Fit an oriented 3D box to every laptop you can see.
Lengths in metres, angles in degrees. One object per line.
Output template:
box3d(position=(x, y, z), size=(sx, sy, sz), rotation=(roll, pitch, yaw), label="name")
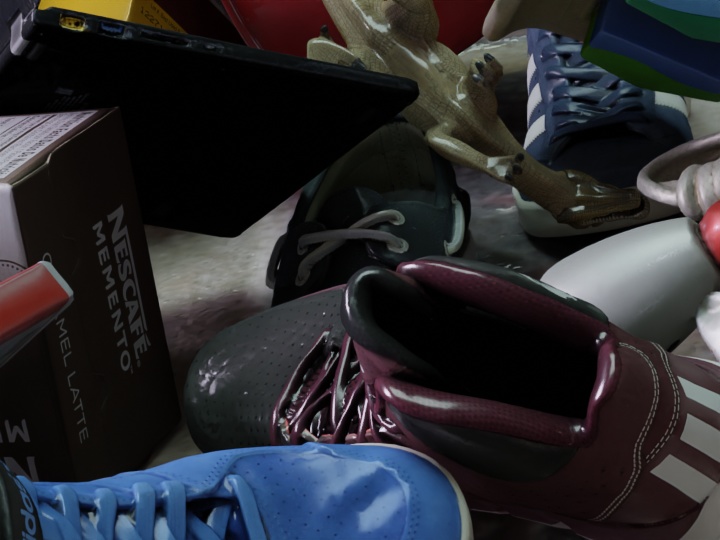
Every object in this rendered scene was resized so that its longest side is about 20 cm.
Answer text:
box3d(position=(-0.102, -0.101, 0.915), size=(0.199, 0.117, 0.187), rotation=(10, -16, -19), label="laptop")

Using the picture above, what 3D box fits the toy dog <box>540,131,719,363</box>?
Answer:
box3d(position=(0.161, 0.006, 0.805), size=(0.199, 0.097, 0.132), rotation=(-16, 15, 39), label="toy dog")

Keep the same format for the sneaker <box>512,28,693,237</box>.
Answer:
box3d(position=(0.091, -0.076, 1.045), size=(0.074, 0.085, 0.200), rotation=(-9, 19, 8), label="sneaker")

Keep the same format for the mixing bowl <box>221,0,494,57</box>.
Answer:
box3d(position=(0.022, -0.172, 1.110), size=(0.108, 0.201, 0.200), rotation=(-9, 17, 31), label="mixing bowl")

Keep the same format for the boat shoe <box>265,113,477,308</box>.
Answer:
box3d(position=(0.000, 0.000, 0.917), size=(0.075, 0.061, 0.200), rotation=(-10, 19, 6), label="boat shoe")

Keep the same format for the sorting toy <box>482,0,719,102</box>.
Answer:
box3d(position=(0.146, -0.076, 0.905), size=(0.199, 0.037, 0.185), rotation=(13, -9, -3), label="sorting toy")

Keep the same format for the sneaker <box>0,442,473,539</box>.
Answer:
box3d(position=(-0.067, 0.075, 0.641), size=(0.199, 0.111, 0.077), rotation=(-16, 59, -7), label="sneaker")

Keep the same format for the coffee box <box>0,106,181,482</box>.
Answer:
box3d(position=(-0.171, 0.017, 0.889), size=(0.199, 0.115, 0.080), rotation=(-2, 20, 23), label="coffee box")

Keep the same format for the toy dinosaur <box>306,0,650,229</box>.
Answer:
box3d(position=(0.012, -0.076, 0.948), size=(0.058, 0.200, 0.101), rotation=(-44, -18, 2), label="toy dinosaur")

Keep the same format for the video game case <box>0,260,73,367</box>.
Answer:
box3d(position=(-0.164, 0.065, 0.733), size=(0.143, 0.017, 0.200), rotation=(-41, -1, 19), label="video game case")

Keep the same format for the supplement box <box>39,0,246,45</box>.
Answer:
box3d(position=(-0.128, -0.154, 1.170), size=(0.196, 0.133, 0.201), rotation=(-1, 65, 28), label="supplement box")

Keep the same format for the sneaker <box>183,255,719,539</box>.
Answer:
box3d(position=(0.009, 0.023, 0.745), size=(0.199, 0.076, 0.115), rotation=(3, -19, 37), label="sneaker")
